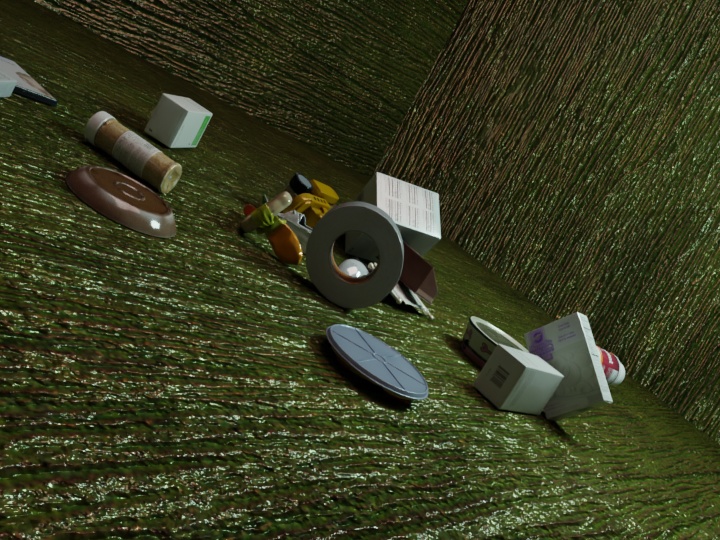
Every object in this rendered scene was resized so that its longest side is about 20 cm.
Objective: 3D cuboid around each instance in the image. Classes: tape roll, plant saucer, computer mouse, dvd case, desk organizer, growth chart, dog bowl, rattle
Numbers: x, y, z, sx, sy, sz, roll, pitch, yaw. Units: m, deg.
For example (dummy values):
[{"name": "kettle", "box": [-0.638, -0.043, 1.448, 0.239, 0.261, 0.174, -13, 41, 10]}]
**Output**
[{"name": "tape roll", "box": [-0.010, -0.031, 1.448, 0.197, 0.203, 0.066, 31, 11, -2]}, {"name": "plant saucer", "box": [-0.392, -0.122, 1.218, 0.197, 0.033, 0.201, 32, 12, -8]}, {"name": "computer mouse", "box": [0.000, 0.000, 1.750, 0.109, 0.044, 0.199, 37, 12, 13]}, {"name": "dvd case", "box": [-0.739, -0.412, 1.517, 0.199, 0.018, 0.142, 39, 13, 27]}, {"name": "desk organizer", "box": [0.126, -0.006, 1.815, 0.071, 0.078, 0.200, 33, 8, -39]}, {"name": "growth chart", "box": [0.098, 0.047, 1.776, 0.146, 0.018, 0.199, 54, 15, 31]}, {"name": "dog bowl", "box": [0.327, 0.198, 1.743, 0.197, 0.075, 0.201, 31, 12, -7]}, {"name": "rattle", "box": [-0.186, -0.091, 1.572, 0.142, 0.132, 0.199, 40, -18, -15]}]

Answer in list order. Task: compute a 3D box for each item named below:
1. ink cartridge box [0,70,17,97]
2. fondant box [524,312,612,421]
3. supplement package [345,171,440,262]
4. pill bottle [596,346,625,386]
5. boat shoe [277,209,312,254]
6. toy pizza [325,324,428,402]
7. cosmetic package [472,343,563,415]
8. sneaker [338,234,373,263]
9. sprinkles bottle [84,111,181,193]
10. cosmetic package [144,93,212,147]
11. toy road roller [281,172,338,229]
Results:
[{"name": "ink cartridge box", "box": [-0.740, -0.370, 1.276, 0.197, 0.041, 0.200, 32, 11, -6]}, {"name": "fondant box", "box": [0.462, 0.217, 1.630, 0.058, 0.142, 0.205, 18, 53, -46]}, {"name": "supplement package", "box": [0.085, -0.127, 1.955, 0.195, 0.191, 0.151, 16, 56, -23]}, {"name": "pill bottle", "box": [0.795, 0.319, 2.423, 0.197, 0.115, 0.113, 24, 13, -38]}, {"name": "boat shoe", "box": [-0.151, -0.101, 1.696, 0.198, 0.069, 0.072, 37, 12, 20]}, {"name": "toy pizza", "box": [0.024, 0.155, 1.190, 0.197, 0.032, 0.201, 31, 11, -7]}, {"name": "cosmetic package", "box": [0.335, 0.233, 1.530, 0.084, 0.109, 0.198, 38, 11, 37]}, {"name": "sneaker", "box": [-0.006, -0.089, 2.087, 0.199, 0.076, 0.115, 40, 2, -5]}, {"name": "sprinkles bottle", "box": [-0.448, -0.233, 1.433, 0.198, 0.069, 0.068, 35, 11, 8]}, {"name": "cosmetic package", "box": [-0.469, -0.385, 1.884, 0.084, 0.109, 0.200, 32, 13, -1]}, {"name": "toy road roller", "box": [-0.123, -0.137, 1.817, 0.147, 0.123, 0.198, 54, 20, 24]}]
